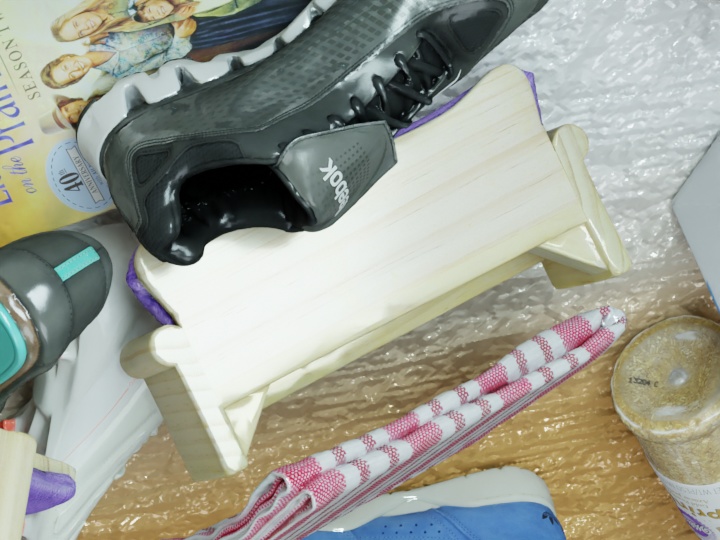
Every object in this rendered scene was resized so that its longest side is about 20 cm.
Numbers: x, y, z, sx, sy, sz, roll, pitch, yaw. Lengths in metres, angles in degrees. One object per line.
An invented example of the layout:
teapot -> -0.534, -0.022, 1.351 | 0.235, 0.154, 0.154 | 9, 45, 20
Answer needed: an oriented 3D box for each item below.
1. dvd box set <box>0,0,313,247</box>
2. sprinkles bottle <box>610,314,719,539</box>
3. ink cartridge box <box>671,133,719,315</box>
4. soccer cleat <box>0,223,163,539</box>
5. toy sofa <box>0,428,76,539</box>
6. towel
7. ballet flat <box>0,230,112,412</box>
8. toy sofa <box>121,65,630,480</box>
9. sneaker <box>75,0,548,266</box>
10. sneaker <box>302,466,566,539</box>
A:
dvd box set -> -0.093, -0.087, 1.063 | 0.199, 0.029, 0.147 | -19, 140, 0
sprinkles bottle -> 0.185, 0.101, 1.348 | 0.068, 0.068, 0.200 | -26, 138, 8
ink cartridge box -> 0.252, 0.002, 1.227 | 0.199, 0.116, 0.067 | 9, 132, -28
soccer cleat -> -0.114, 0.063, 1.195 | 0.077, 0.069, 0.201 | -1, 133, -24
toy sofa -> -0.215, 0.120, 1.145 | 0.199, 0.083, 0.097 | -15, 147, 41
towel -> 0.013, 0.076, 1.201 | 0.199, 0.030, 0.146 | -26, 172, -35
ballet flat -> -0.157, 0.029, 1.117 | 0.068, 0.068, 0.200 | -39, -170, -35
toy sofa -> 0.000, 0.000, 1.121 | 0.199, 0.098, 0.083 | -27, -179, -14
sneaker -> -0.008, -0.060, 1.032 | 0.199, 0.091, 0.067 | -26, 140, 6
sneaker -> 0.010, 0.172, 1.326 | 0.199, 0.112, 0.077 | -13, 139, -7
